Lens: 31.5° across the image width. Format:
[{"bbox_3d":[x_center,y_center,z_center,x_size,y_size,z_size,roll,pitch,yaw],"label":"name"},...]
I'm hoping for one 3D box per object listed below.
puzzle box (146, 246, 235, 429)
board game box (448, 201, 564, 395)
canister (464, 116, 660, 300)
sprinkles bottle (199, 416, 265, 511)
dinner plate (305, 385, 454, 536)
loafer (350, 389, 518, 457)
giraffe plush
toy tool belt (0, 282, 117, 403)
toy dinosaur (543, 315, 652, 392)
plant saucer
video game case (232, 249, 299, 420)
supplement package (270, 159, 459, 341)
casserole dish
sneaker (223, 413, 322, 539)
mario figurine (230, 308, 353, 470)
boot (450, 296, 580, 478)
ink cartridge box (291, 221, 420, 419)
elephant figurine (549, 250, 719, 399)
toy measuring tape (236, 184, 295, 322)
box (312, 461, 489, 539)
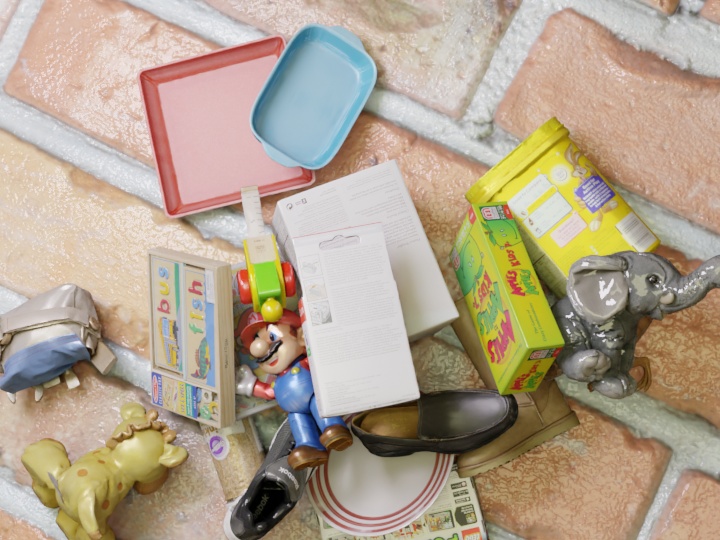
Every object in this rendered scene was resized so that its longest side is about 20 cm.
[{"bbox_3d":[-0.204,0.079,1.526,0.133,0.025,0.200,12,108,42],"label":"puzzle box"},{"bbox_3d":[0.165,0.030,1.468,0.048,0.102,0.200,-5,56,-19],"label":"board game box"},{"bbox_3d":[0.245,-0.062,1.543,0.148,0.087,0.200,-41,83,4],"label":"canister"},{"bbox_3d":[-0.159,0.210,1.584,0.068,0.068,0.200,-20,83,6],"label":"sprinkles bottle"},{"bbox_3d":[0.024,0.228,1.546,0.200,0.024,0.200,-13,56,20],"label":"dinner plate"},{"bbox_3d":[0.083,0.175,1.480,0.200,0.072,0.073,-17,64,21],"label":"loafer"},{"bbox_3d":[-0.304,0.244,1.569,0.162,0.200,0.173,-34,77,-25],"label":"giraffe plush"},{"bbox_3d":[-0.410,0.109,1.599,0.200,0.125,0.123,-27,74,5],"label":"toy tool belt"},{"bbox_3d":[0.313,0.090,1.527,0.200,0.060,0.106,-31,105,-15],"label":"toy dinosaur"},{"bbox_3d":[-0.170,-0.182,1.632,0.200,0.037,0.200,-13,84,7],"label":"plant saucer"},{"bbox_3d":[-0.108,0.072,1.577,0.200,0.023,0.182,-19,83,-15],"label":"video game case"},{"bbox_3d":[0.000,0.000,1.522,0.152,0.151,0.200,-20,83,-10],"label":"supplement package"},{"bbox_3d":[-0.062,-0.214,1.590,0.121,0.039,0.200,31,73,-11],"label":"casserole dish"},{"bbox_3d":[-0.087,0.239,1.514,0.066,0.090,0.200,37,69,-7],"label":"sneaker"},{"bbox_3d":[-0.091,0.129,1.486,0.123,0.106,0.200,-23,64,-8],"label":"mario figurine"},{"bbox_3d":[0.153,0.130,1.544,0.175,0.066,0.200,-25,84,-18],"label":"boot"},{"bbox_3d":[-0.009,0.056,1.409,0.109,0.050,0.200,-10,82,-9],"label":"ink cartridge box"},{"bbox_3d":[0.295,0.031,1.432,0.155,0.142,0.200,23,105,-11],"label":"elephant figurine"},{"bbox_3d":[-0.118,-0.012,1.520,0.073,0.074,0.200,-20,49,6],"label":"toy measuring tape"},{"bbox_3d":[0.050,0.308,1.565,0.200,0.035,0.110,-14,84,6],"label":"box"}]
